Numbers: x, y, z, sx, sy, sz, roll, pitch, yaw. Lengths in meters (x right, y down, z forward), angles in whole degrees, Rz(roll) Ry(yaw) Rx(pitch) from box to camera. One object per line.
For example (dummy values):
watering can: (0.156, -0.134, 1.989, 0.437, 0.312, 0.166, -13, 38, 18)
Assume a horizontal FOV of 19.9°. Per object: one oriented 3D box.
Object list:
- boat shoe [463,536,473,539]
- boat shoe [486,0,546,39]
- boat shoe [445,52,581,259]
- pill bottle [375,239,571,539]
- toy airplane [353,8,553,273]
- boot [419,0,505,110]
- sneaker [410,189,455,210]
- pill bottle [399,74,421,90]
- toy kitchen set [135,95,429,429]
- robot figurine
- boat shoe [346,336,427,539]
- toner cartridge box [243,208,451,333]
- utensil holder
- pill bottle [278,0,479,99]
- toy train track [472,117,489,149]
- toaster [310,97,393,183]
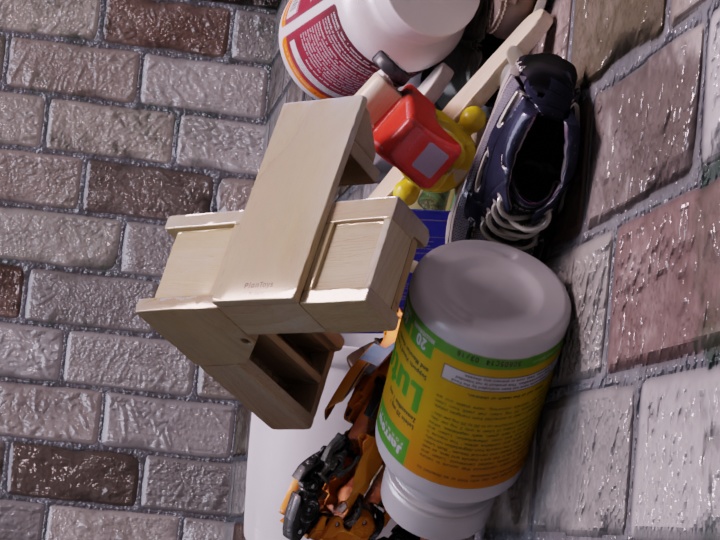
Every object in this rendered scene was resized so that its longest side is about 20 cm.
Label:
boat shoe: (0.065, 0.265, 1.488, 0.201, 0.070, 0.070, -84, 3, -53)
boat shoe: (0.119, -0.243, 1.522, 0.200, 0.059, 0.072, 110, 164, -57)
boat shoe: (0.103, -0.044, 1.418, 0.093, 0.074, 0.201, -84, 5, -63)
pill bottle: (0.071, 0.089, 1.421, 0.112, 0.110, 0.201, -94, 13, -51)
toy airplane: (0.057, -0.089, 1.537, 0.199, 0.141, 0.200, -44, -7, -37)
boot: (0.101, -0.224, 1.676, 0.131, 0.067, 0.202, 163, 110, -70)
sneaker: (0.048, -0.057, 1.759, 0.077, 0.088, 0.201, 105, 168, -46)
pill bottle: (0.047, -0.240, 1.824, 0.112, 0.111, 0.202, -144, 61, -80)
toy kitchen set: (-0.012, -0.002, 1.445, 0.180, 0.199, 0.164, 45, -127, -43)
robot figurine: (0.014, 0.137, 1.529, 0.058, 0.145, 0.201, 26, 81, 47)
boat shoe: (0.035, 0.148, 1.618, 0.076, 0.071, 0.202, -176, 73, -83)
toner cartridge box: (0.000, 0.000, 1.620, 0.043, 0.199, 0.096, -24, 68, 54)
utensil holder: (-0.015, 0.143, 1.788, 0.170, 0.168, 0.202, -119, 33, -75)
pill bottle: (0.017, -0.205, 1.647, 0.200, 0.112, 0.114, 161, 116, -66)
toy train track: (0.095, -0.032, 1.602, 0.115, 0.032, 0.201, 124, 156, -53)
toaster: (0.013, -0.175, 1.977, 0.181, 0.118, 0.202, 132, 144, -77)
